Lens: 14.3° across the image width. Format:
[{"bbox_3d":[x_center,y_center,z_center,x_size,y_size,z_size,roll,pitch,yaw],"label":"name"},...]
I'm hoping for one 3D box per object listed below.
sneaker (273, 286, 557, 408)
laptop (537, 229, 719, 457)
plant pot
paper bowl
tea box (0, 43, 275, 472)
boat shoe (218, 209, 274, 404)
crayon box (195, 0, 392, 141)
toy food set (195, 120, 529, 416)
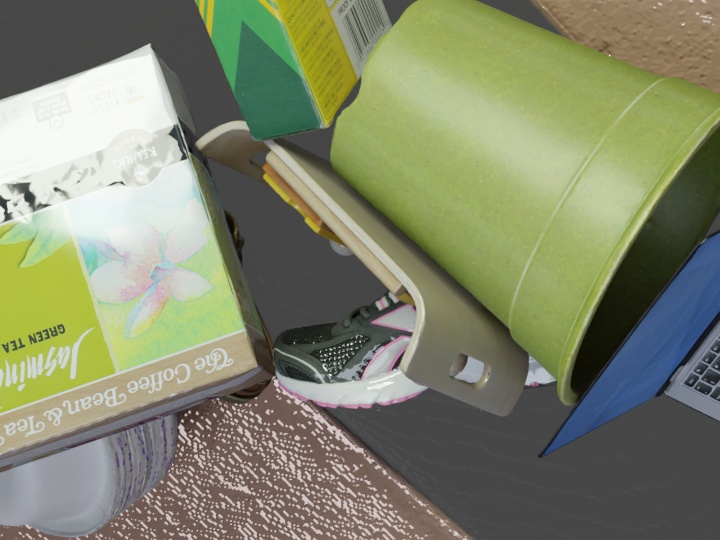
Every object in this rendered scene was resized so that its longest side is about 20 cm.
[{"bbox_3d":[0.041,0.025,1.740,0.199,0.080,0.087,-8,106,17],"label":"sneaker"},{"bbox_3d":[0.235,0.053,1.622,0.199,0.116,0.188,26,129,-10],"label":"laptop"},{"bbox_3d":[0.090,-0.059,1.600,0.190,0.200,0.201,32,128,14],"label":"plant pot"},{"bbox_3d":[-0.219,0.079,1.810,0.200,0.104,0.201,30,139,31],"label":"paper bowl"},{"bbox_3d":[-0.175,0.000,1.659,0.199,0.134,0.198,-20,85,1],"label":"tea box"},{"bbox_3d":[-0.107,-0.006,1.769,0.068,0.072,0.200,-26,109,34],"label":"boat shoe"},{"bbox_3d":[-0.054,-0.190,1.596,0.051,0.127,0.201,-9,116,26],"label":"crayon box"},{"bbox_3d":[0.000,0.000,1.641,0.060,0.143,0.200,-49,61,9],"label":"toy food set"}]
